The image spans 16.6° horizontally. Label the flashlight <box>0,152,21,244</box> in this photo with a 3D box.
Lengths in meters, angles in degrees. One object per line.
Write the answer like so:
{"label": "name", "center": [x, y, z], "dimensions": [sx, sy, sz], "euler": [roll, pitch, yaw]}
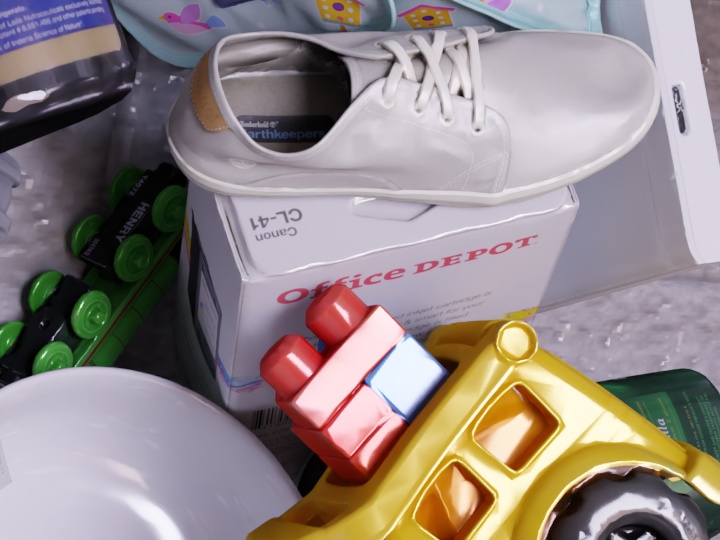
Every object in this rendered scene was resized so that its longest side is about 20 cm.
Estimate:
{"label": "flashlight", "center": [-0.224, -0.066, 0.966], "dimensions": [0.068, 0.068, 0.200], "euler": [-37, 131, 18]}

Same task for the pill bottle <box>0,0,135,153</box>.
{"label": "pill bottle", "center": [-0.167, -0.142, 0.928], "dimensions": [0.112, 0.112, 0.201], "euler": [-21, 92, -37]}

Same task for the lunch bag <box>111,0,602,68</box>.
{"label": "lunch bag", "center": [-0.016, -0.149, 1.053], "dimensions": [0.200, 0.170, 0.122], "euler": [11, 80, -43]}

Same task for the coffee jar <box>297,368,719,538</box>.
{"label": "coffee jar", "center": [0.072, 0.102, 1.145], "dimensions": [0.199, 0.104, 0.086], "euler": [-8, 76, -32]}

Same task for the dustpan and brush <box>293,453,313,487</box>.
{"label": "dustpan and brush", "center": [-0.056, 0.149, 1.170], "dimensions": [0.200, 0.057, 0.140], "euler": [-44, 125, 8]}

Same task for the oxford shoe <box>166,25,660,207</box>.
{"label": "oxford shoe", "center": [0.024, -0.066, 0.970], "dimensions": [0.199, 0.075, 0.058], "euler": [-4, 152, -11]}

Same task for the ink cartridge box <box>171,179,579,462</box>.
{"label": "ink cartridge box", "center": [0.000, 0.000, 1.078], "dimensions": [0.147, 0.086, 0.200], "euler": [-13, 154, -14]}

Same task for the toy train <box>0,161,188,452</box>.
{"label": "toy train", "center": [-0.133, 0.039, 1.097], "dimensions": [0.200, 0.042, 0.056], "euler": [-54, 141, -18]}

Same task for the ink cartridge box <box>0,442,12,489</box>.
{"label": "ink cartridge box", "center": [-0.197, -0.005, 0.903], "dimensions": [0.044, 0.094, 0.201], "euler": [-38, 126, -45]}

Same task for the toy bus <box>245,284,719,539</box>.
{"label": "toy bus", "center": [0.022, 0.108, 0.991], "dimensions": [0.192, 0.136, 0.200], "euler": [41, 79, -11]}

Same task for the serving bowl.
{"label": "serving bowl", "center": [-0.111, 0.144, 1.033], "dimensions": [0.200, 0.066, 0.201], "euler": [12, 63, -26]}

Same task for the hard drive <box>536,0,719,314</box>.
{"label": "hard drive", "center": [0.092, -0.052, 1.125], "dimensions": [0.026, 0.200, 0.132], "euler": [-7, 84, -28]}
